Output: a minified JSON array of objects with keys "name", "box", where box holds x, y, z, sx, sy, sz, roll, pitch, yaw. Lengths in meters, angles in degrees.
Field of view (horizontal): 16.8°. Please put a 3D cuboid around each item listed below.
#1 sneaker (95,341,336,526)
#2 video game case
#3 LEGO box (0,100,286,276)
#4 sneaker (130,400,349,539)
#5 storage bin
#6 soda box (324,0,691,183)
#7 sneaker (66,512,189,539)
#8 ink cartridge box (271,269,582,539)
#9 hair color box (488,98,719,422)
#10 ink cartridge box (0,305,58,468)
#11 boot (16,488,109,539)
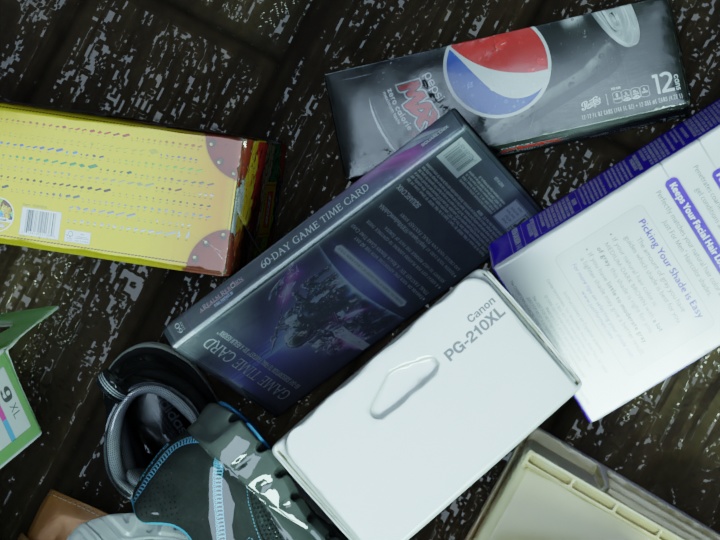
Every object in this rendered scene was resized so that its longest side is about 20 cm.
[{"name":"sneaker","box":[-0.085,0.130,1.391,0.075,0.114,0.200,-40,87,7]},{"name":"video game case","box":[0.000,0.000,1.366,0.200,0.143,0.019,-36,62,7]},{"name":"LEGO box","box":[-0.153,-0.050,1.375,0.199,0.149,0.078,9,93,6]},{"name":"sneaker","box":[-0.039,0.168,1.320,0.082,0.073,0.200,-41,89,-2]},{"name":"storage bin","box":[0.131,0.227,1.381,0.198,0.094,0.201,30,95,4]},{"name":"soda box","box":[0.085,-0.100,1.383,0.199,0.071,0.064,-13,85,7]},{"name":"sneaker","box":[-0.090,0.205,1.374,0.200,0.099,0.078,32,61,-17]},{"name":"ink cartridge box","box":[0.035,0.079,1.323,0.145,0.200,0.084,-41,87,-2]},{"name":"hair color box","box":[0.184,-0.017,1.371,0.199,0.065,0.110,-32,101,8]},{"name":"ink cartridge box","box":[-0.252,0.095,1.370,0.103,0.200,0.060,-10,111,36]},{"name":"boot","box":[-0.136,0.233,1.431,0.199,0.077,0.156,28,71,-11]}]
